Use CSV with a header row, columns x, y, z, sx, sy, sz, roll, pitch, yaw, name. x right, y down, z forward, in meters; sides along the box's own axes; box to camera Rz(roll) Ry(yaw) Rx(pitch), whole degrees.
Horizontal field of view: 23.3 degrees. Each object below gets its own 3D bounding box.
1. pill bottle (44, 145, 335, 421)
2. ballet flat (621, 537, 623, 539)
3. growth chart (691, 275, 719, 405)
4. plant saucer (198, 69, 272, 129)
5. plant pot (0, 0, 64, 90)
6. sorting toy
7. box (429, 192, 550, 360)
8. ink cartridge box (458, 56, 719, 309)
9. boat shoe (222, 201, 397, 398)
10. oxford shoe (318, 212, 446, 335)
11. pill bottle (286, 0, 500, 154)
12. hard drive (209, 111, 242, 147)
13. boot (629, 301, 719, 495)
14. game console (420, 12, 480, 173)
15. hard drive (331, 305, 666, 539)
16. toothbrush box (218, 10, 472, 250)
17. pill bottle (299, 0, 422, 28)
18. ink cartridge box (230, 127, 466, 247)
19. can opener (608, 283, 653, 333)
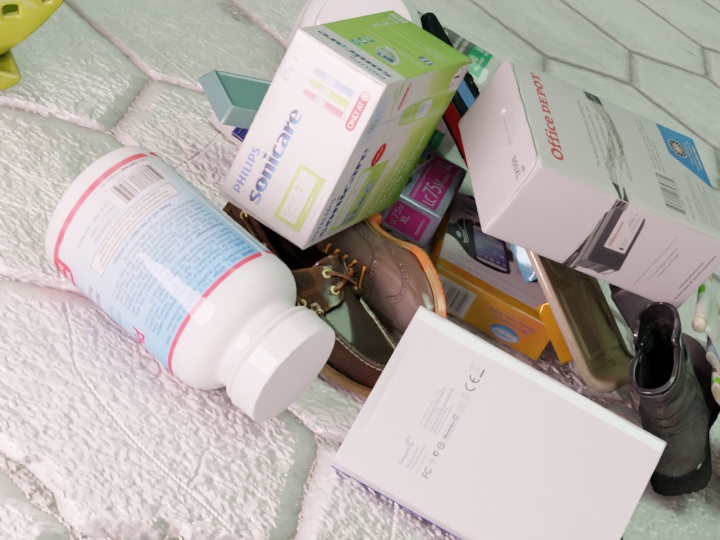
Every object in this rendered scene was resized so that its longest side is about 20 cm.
x,y,z,sx,sy,sz,roll,pitch,yaw,name
-0.117,0.011,1.214,0.200,0.109,0.109,40,27,19,pill bottle
0.112,0.144,1.278,0.200,0.068,0.068,46,18,10,ballet flat
0.313,0.110,1.466,0.145,0.018,0.201,-43,116,-69,growth chart
-0.042,-0.136,1.520,0.199,0.019,0.070,9,34,-32,plant saucer
-0.345,-0.264,1.388,0.199,0.182,0.199,11,31,-34,plant pot
0.176,0.013,1.510,0.201,0.036,0.185,62,18,6,sorting toy
0.122,-0.002,1.575,0.119,0.042,0.200,28,23,-4,box
0.190,-0.071,1.425,0.199,0.084,0.145,21,36,-25,ink cartridge box
-0.039,0.014,1.338,0.200,0.070,0.070,41,24,19,boat shoe
0.000,0.000,1.419,0.073,0.072,0.200,-2,31,-34,oxford shoe
0.032,-0.214,1.774,0.200,0.113,0.113,31,25,1,pill bottle
-0.034,-0.122,1.638,0.132,0.026,0.200,40,27,20,hard drive
0.257,0.076,1.437,0.069,0.132,0.200,-11,31,11,boot
0.106,-0.136,1.614,0.200,0.031,0.177,-93,158,-63,game console
0.098,0.129,1.223,0.199,0.025,0.132,29,69,4,hard drive
-0.008,-0.115,1.366,0.086,0.146,0.200,34,21,13,toothbrush box
0.000,-0.216,1.614,0.114,0.115,0.200,28,5,-5,pill bottle
-0.008,-0.104,1.557,0.199,0.042,0.119,28,28,2,ink cartridge box
0.252,0.016,1.558,0.200,0.066,0.053,61,15,-14,can opener
